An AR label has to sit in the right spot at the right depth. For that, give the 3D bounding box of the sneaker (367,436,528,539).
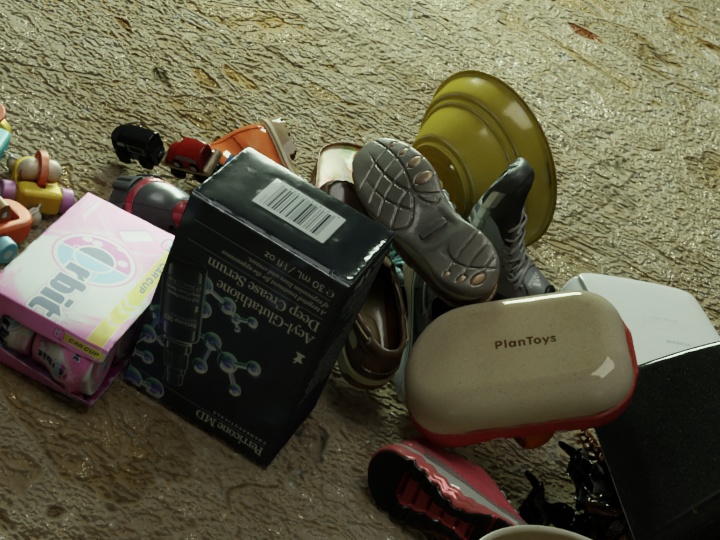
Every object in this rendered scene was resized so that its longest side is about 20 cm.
[{"bbox_3d":[0.103,0.201,1.273,0.200,0.074,0.087,38,32,20],"label":"sneaker"}]

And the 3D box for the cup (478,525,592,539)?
[{"bbox_3d":[0.129,0.302,1.077,0.198,0.144,0.201,18,33,-12],"label":"cup"}]

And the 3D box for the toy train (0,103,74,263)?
[{"bbox_3d":[-0.343,-0.094,1.402,0.149,0.056,0.200,-14,50,-47],"label":"toy train"}]

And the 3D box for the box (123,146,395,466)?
[{"bbox_3d":[-0.085,0.030,1.266,0.148,0.201,0.107,30,33,8],"label":"box"}]

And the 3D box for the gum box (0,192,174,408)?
[{"bbox_3d":[-0.232,0.023,1.297,0.113,0.067,0.200,27,32,4],"label":"gum box"}]

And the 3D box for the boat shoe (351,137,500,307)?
[{"bbox_3d":[0.055,-0.036,1.385,0.075,0.072,0.201,-29,58,-8],"label":"boat shoe"}]

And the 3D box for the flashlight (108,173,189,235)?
[{"bbox_3d":[-0.145,-0.049,1.379,0.199,0.068,0.068,8,40,43],"label":"flashlight"}]

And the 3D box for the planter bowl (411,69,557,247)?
[{"bbox_3d":[0.109,-0.103,1.627,0.083,0.202,0.200,-25,56,-32],"label":"planter bowl"}]

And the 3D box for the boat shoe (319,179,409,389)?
[{"bbox_3d":[0.006,0.000,1.372,0.074,0.075,0.204,-4,64,-24],"label":"boat shoe"}]

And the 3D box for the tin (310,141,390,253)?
[{"bbox_3d":[-0.002,-0.068,1.625,0.111,0.042,0.201,23,32,-12],"label":"tin"}]

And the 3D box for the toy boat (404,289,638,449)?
[{"bbox_3d":[0.138,0.104,1.319,0.198,0.131,0.131,-8,45,6],"label":"toy boat"}]

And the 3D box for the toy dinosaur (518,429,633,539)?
[{"bbox_3d":[0.211,0.218,1.336,0.135,0.103,0.200,27,10,-27],"label":"toy dinosaur"}]

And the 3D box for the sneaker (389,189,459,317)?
[{"bbox_3d":[0.058,-0.009,1.510,0.086,0.078,0.201,-8,63,-31],"label":"sneaker"}]

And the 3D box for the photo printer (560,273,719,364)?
[{"bbox_3d":[0.305,0.094,1.577,0.165,0.070,0.201,10,35,-24],"label":"photo printer"}]

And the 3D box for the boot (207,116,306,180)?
[{"bbox_3d":[-0.100,-0.063,1.532,0.106,0.075,0.201,-13,51,-18],"label":"boot"}]

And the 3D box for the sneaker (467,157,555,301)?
[{"bbox_3d":[0.159,-0.023,1.535,0.115,0.200,0.075,40,57,7],"label":"sneaker"}]

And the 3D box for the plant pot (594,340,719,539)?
[{"bbox_3d":[0.330,0.172,1.306,0.200,0.177,0.200,44,20,-32],"label":"plant pot"}]

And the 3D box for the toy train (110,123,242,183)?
[{"bbox_3d":[-0.162,-0.110,1.501,0.198,0.046,0.034,16,58,25],"label":"toy train"}]

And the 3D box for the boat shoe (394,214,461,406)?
[{"bbox_3d":[0.082,0.033,1.421,0.072,0.071,0.202,19,65,-31],"label":"boat shoe"}]
